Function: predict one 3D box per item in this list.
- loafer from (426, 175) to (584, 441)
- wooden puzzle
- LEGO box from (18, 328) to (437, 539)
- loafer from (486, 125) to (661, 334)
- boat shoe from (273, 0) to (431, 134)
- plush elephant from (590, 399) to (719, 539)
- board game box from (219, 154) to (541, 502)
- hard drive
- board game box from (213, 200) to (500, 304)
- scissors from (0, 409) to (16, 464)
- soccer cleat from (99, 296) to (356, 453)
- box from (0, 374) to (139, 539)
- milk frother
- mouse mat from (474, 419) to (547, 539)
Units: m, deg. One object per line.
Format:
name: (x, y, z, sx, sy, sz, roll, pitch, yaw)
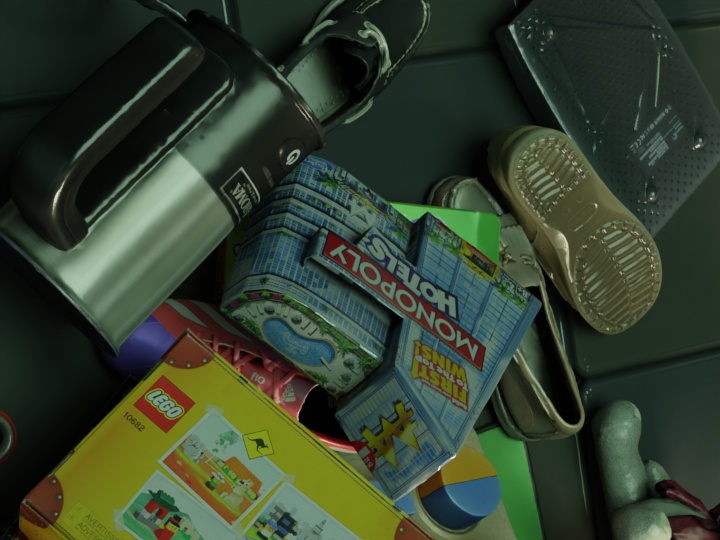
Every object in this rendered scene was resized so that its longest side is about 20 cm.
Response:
loafer: (0.109, 0.025, 1.622, 0.072, 0.063, 0.200, -26, 101, -30)
wooden puzzle: (0.044, 0.184, 1.519, 0.185, 0.046, 0.200, -5, 63, -42)
LEGO box: (-0.080, 0.159, 1.366, 0.200, 0.077, 0.149, 40, 66, 9)
loafer: (0.153, -0.036, 1.656, 0.076, 0.068, 0.200, -36, 126, -4)
boat shoe: (-0.016, -0.135, 1.544, 0.200, 0.060, 0.074, -34, 107, -32)
plush elephant: (0.261, 0.201, 1.661, 0.155, 0.165, 0.200, -11, 115, 4)
board game box: (0.014, 0.037, 1.447, 0.200, 0.062, 0.200, 38, 33, -18)
hard drive: (0.184, -0.132, 1.698, 0.135, 0.042, 0.200, -47, 113, -28)
board game box: (0.000, 0.000, 1.549, 0.200, 0.030, 0.096, 5, 85, -21)
scissors: (-0.285, 0.129, 1.372, 0.200, 0.014, 0.073, -41, 113, -28)
soccer cleat: (-0.067, 0.067, 1.467, 0.200, 0.073, 0.068, 20, 92, -15)
box: (-0.145, 0.180, 1.411, 0.137, 0.040, 0.200, 34, 65, 6)
milk frother: (-0.162, -0.089, 1.406, 0.188, 0.200, 0.181, -46, 139, -11)
mouse mat: (0.053, 0.203, 1.612, 0.200, 0.008, 0.161, -16, 97, -34)
